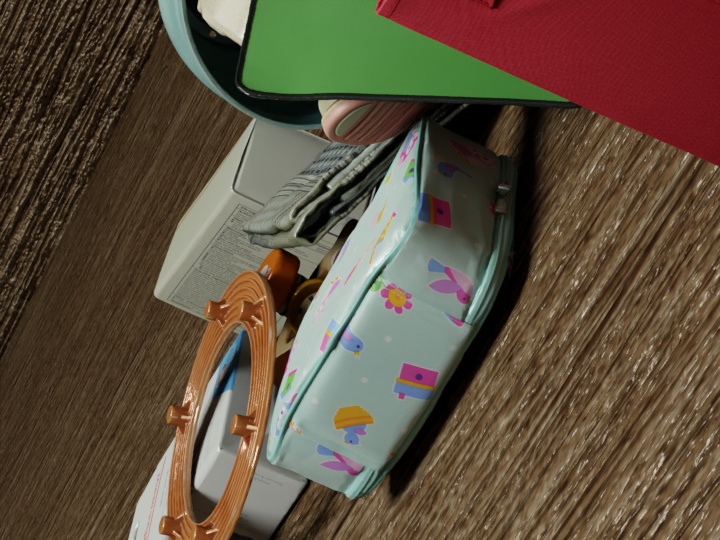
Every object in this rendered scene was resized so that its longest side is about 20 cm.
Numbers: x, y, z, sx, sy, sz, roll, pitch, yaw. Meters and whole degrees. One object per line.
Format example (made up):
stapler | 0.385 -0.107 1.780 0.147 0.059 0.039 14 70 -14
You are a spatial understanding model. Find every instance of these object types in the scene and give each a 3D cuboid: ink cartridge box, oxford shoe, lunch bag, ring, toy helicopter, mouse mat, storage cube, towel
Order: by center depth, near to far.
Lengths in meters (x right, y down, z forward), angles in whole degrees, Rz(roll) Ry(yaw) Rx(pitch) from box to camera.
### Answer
storage cube | 0.131 -0.186 1.204 0.171 0.179 0.200 124 165 -46
mouse mat | 0.035 -0.139 1.564 0.161 0.199 0.008 -82 -9 -52
lunch bag | 0.022 0.018 1.583 0.200 0.077 0.161 -59 8 28
oxford shoe | 0.029 -0.128 1.610 0.071 0.074 0.200 -40 -7 37
toy helicopter | 0.000 0.000 1.740 0.200 0.079 0.132 -52 15 29
ring | -0.095 0.096 1.776 0.200 0.019 0.201 -167 90 -74
towel | 0.009 -0.086 1.777 0.192 0.035 0.200 -41 9 -9
ink cartridge box | -0.098 0.152 1.908 0.115 0.068 0.200 -80 18 -46

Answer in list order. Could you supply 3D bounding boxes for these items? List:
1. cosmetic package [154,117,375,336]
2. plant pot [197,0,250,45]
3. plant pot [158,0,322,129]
cosmetic package | -0.071 -0.027 2.049 0.200 0.103 0.073 -47 22 58
plant pot | -0.008 -0.215 1.815 0.184 0.200 0.200 -60 12 7
plant pot | -0.061 -0.207 1.960 0.134 0.200 0.201 22 89 61
